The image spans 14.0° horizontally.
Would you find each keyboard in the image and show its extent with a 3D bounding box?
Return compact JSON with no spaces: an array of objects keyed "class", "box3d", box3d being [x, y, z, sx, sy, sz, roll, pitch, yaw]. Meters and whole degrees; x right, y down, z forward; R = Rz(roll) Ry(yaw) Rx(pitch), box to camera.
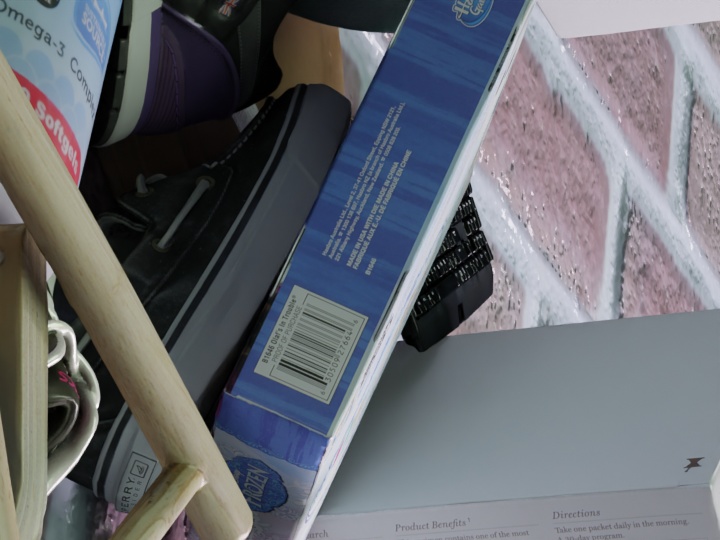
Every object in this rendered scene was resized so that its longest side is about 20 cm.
[{"class":"keyboard","box3d":[0.035,-0.030,1.259,0.105,0.039,0.200,66,12,-3]}]

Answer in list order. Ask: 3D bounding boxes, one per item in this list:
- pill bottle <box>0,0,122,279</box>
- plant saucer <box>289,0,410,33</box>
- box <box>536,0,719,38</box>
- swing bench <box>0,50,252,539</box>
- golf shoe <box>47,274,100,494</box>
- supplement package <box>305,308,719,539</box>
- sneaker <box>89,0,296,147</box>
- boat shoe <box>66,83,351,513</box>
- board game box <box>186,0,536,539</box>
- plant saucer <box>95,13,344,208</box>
[{"class":"pill bottle","box3d":[-0.124,-0.093,0.883,0.109,0.108,0.201,55,37,-49]},{"class":"plant saucer","box3d":[0.060,-0.133,1.126,0.039,0.200,0.201,63,28,-8]},{"class":"box","box3d":[0.121,-0.224,1.303,0.124,0.097,0.201,50,42,-52]},{"class":"swing bench","box3d":[-0.158,0.011,0.669,0.130,0.198,0.201,-53,132,-57]},{"class":"golf shoe","box3d":[-0.114,0.030,0.908,0.201,0.088,0.077,-76,148,-41]},{"class":"supplement package","box3d":[0.073,0.102,1.176,0.156,0.199,0.111,-54,134,-58]},{"class":"sneaker","box3d":[-0.049,-0.136,0.998,0.087,0.076,0.201,-9,135,-31]},{"class":"boat shoe","box3d":[-0.062,-0.005,1.034,0.072,0.071,0.200,111,5,-47]},{"class":"board game box","box3d":[0.000,0.000,1.047,0.199,0.043,0.201,106,9,-66]},{"class":"plant saucer","box3d":[-0.052,-0.086,1.148,0.200,0.029,0.201,-5,90,-67]}]
